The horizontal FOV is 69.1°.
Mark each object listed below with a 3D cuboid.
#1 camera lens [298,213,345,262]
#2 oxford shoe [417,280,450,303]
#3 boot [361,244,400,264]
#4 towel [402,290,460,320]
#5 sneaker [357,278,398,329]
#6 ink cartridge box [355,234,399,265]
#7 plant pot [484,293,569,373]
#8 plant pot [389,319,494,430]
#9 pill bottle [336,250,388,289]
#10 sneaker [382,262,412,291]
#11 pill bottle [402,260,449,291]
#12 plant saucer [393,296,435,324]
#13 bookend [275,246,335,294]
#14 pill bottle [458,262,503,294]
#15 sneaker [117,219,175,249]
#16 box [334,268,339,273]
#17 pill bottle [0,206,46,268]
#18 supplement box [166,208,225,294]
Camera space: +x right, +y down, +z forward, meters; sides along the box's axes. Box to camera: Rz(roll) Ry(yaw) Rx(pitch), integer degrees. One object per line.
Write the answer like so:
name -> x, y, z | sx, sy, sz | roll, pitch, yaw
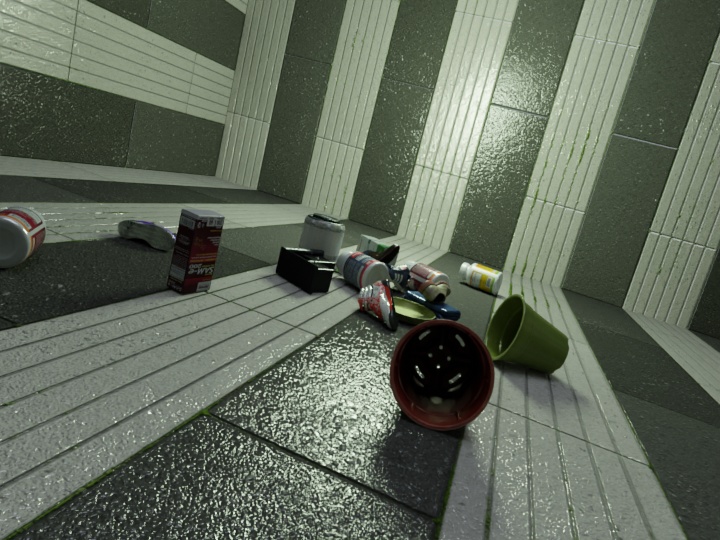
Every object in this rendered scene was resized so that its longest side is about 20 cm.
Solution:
camera lens -> -0.150, -0.101, 1.955 | 0.155, 0.206, 0.160 | 15, 11, -3
oxford shoe -> 0.267, 0.085, 1.799 | 0.198, 0.071, 0.075 | 3, 42, -55
boot -> 0.056, -0.056, 1.979 | 0.074, 0.199, 0.098 | 19, 35, -57
towel -> 0.246, 0.126, 1.813 | 0.110, 0.050, 0.198 | 5, 15, -42
sneaker -> 0.050, 0.115, 1.580 | 0.105, 0.068, 0.204 | -18, 39, 8
ink cartridge box -> 0.057, -0.046, 2.118 | 0.081, 0.151, 0.199 | 10, 13, -31
plant pot -> 0.487, 0.203, 1.504 | 0.186, 0.204, 0.200 | 27, 9, -9
plant pot -> 0.163, 0.193, 1.065 | 0.195, 0.207, 0.195 | 17, 3, 8
pill bottle -> 0.000, 0.000, 1.892 | 0.117, 0.123, 0.198 | 5, 15, -40
sneaker -> 0.135, 0.003, 1.964 | 0.076, 0.084, 0.200 | 57, 10, 31
pill bottle -> 0.250, 0.037, 2.071 | 0.112, 0.118, 0.199 | 6, 15, -38
plant saucer -> 0.145, 0.132, 1.689 | 0.194, 0.032, 0.200 | 16, 12, -3
bookend -> -0.147, 0.001, 1.753 | 0.195, 0.095, 0.198 | 4, 17, -46
pill bottle -> 0.585, 0.033, 2.552 | 0.196, 0.114, 0.110 | 22, 13, 28
sneaker -> -0.668, -0.122, 1.685 | 0.195, 0.072, 0.099 | 18, 9, 8
box -> -0.114, -0.031, 2.095 | 0.196, 0.036, 0.109 | 21, 13, 23
pill bottle -> -0.803, -0.085, 1.215 | 0.110, 0.116, 0.200 | 11, 12, -20
supplement box -> -0.421, -0.050, 1.339 | 0.060, 0.206, 0.108 | 20, 12, 21
